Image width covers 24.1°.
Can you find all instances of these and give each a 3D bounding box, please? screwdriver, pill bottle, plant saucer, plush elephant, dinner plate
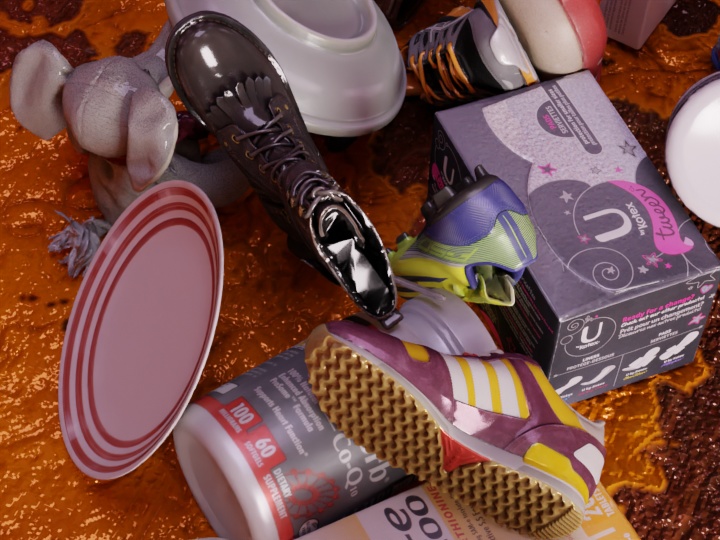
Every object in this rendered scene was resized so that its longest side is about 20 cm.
[{"bbox_3d":[0.000,0.000,1.160,0.029,0.028,0.200,-31,26,-16],"label":"screwdriver"},{"bbox_3d":[-0.011,0.096,1.091,0.199,0.116,0.116,-29,59,-22],"label":"pill bottle"},{"bbox_3d":[0.271,-0.091,1.206,0.105,0.107,0.200,15,10,9],"label":"pill bottle"},{"bbox_3d":[-0.044,-0.186,1.226,0.199,0.050,0.201,22,40,-20],"label":"plant saucer"},{"bbox_3d":[-0.160,-0.109,1.214,0.164,0.155,0.200,29,56,18],"label":"plush elephant"},{"bbox_3d":[-0.140,0.039,1.104,0.024,0.200,0.201,19,45,-33],"label":"dinner plate"}]

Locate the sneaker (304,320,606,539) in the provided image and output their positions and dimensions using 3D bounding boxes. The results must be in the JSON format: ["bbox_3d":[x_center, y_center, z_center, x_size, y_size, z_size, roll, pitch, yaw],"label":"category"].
[{"bbox_3d":[0.059,0.079,1.028,0.199,0.075,0.090,35,49,-8],"label":"sneaker"}]

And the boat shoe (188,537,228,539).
[{"bbox_3d":[-0.160,0.222,1.023,0.201,0.072,0.061,-23,97,-32],"label":"boat shoe"}]

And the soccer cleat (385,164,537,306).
[{"bbox_3d":[0.067,-0.002,1.132,0.064,0.200,0.084,-32,82,-18],"label":"soccer cleat"}]

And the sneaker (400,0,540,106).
[{"bbox_3d":[0.076,-0.155,1.271,0.077,0.200,0.079,-27,98,-7],"label":"sneaker"}]

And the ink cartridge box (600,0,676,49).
[{"bbox_3d":[0.168,-0.292,1.377,0.199,0.145,0.084,27,53,17],"label":"ink cartridge box"}]

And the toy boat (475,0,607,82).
[{"bbox_3d":[0.164,-0.212,1.279,0.130,0.200,0.131,-29,81,-1],"label":"toy boat"}]

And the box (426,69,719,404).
[{"bbox_3d":[0.146,-0.025,1.193,0.131,0.115,0.201,-17,56,-15],"label":"box"}]

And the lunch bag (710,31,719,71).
[{"bbox_3d":[0.387,-0.150,1.321,0.160,0.083,0.201,-22,57,-18],"label":"lunch bag"}]

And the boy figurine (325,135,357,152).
[{"bbox_3d":[-0.049,-0.185,1.338,0.124,0.065,0.200,-28,63,-21],"label":"boy figurine"}]

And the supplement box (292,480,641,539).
[{"bbox_3d":[0.070,0.195,1.047,0.199,0.074,0.126,-22,56,-18],"label":"supplement box"}]

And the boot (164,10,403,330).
[{"bbox_3d":[-0.043,-0.068,1.082,0.069,0.201,0.174,-36,26,-2],"label":"boot"}]

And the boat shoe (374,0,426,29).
[{"bbox_3d":[0.065,-0.268,1.337,0.075,0.200,0.072,-25,75,-42],"label":"boat shoe"}]
